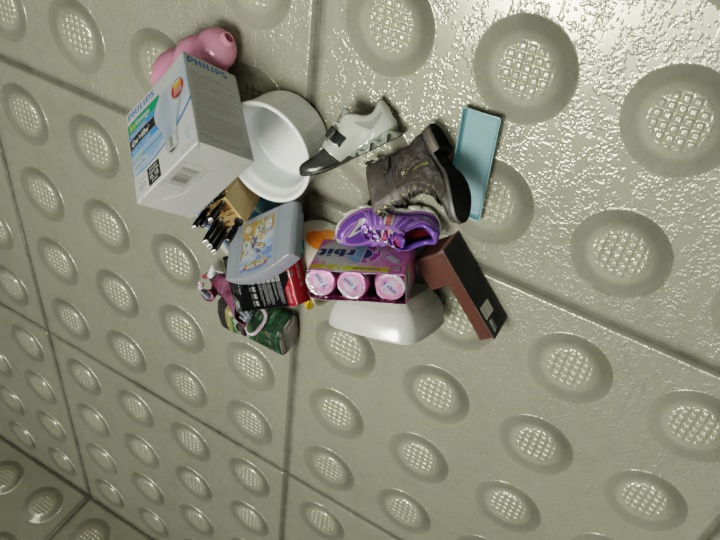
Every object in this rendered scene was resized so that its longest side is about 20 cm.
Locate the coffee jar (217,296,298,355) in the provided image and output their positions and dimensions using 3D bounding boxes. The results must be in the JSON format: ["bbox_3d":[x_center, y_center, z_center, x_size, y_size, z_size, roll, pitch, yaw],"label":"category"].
[{"bbox_3d":[-0.250,0.120,1.664,0.197,0.086,0.105,21,143,20],"label":"coffee jar"}]

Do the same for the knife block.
[{"bbox_3d":[-0.253,-0.118,1.372,0.063,0.199,0.179,-17,79,29],"label":"knife block"}]

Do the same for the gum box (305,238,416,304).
[{"bbox_3d":[0.000,0.000,1.298,0.196,0.114,0.067,3,122,15],"label":"gum box"}]

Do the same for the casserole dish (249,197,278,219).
[{"bbox_3d":[-0.239,-0.090,1.537,0.121,0.039,0.201,39,136,5],"label":"casserole dish"}]

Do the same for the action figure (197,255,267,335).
[{"bbox_3d":[-0.298,0.038,1.613,0.198,0.134,0.150,22,153,45],"label":"action figure"}]

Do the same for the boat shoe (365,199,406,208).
[{"bbox_3d":[0.017,-0.086,1.341,0.073,0.065,0.200,44,134,0],"label":"boat shoe"}]

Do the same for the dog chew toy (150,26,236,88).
[{"bbox_3d":[-0.311,-0.389,1.314,0.198,0.125,0.125,-27,105,36],"label":"dog chew toy"}]

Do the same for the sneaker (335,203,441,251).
[{"bbox_3d":[0.051,-0.073,1.262,0.195,0.084,0.082,-6,126,3],"label":"sneaker"}]

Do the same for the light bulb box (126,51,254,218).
[{"bbox_3d":[-0.311,-0.239,1.243,0.197,0.124,0.203,-34,60,32],"label":"light bulb box"}]

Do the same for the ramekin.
[{"bbox_3d":[-0.156,-0.244,1.323,0.197,0.098,0.204,19,131,23],"label":"ramekin"}]

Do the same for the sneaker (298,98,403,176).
[{"bbox_3d":[-0.030,-0.236,1.223,0.197,0.074,0.090,-27,100,4],"label":"sneaker"}]

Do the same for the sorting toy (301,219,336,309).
[{"bbox_3d":[-0.147,-0.025,1.473,0.178,0.107,0.202,28,134,17],"label":"sorting toy"}]

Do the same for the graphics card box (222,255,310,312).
[{"bbox_3d":[-0.198,0.016,1.438,0.197,0.050,0.128,-9,98,41],"label":"graphics card box"}]

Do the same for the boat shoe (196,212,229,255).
[{"bbox_3d":[-0.287,-0.112,1.465,0.071,0.073,0.201,-8,145,16],"label":"boat shoe"}]

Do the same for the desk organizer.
[{"bbox_3d":[0.191,0.036,1.308,0.076,0.072,0.202,-18,110,44],"label":"desk organizer"}]

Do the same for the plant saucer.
[{"bbox_3d":[0.193,-0.181,1.183,0.069,0.019,0.203,22,132,20],"label":"plant saucer"}]

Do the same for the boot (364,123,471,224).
[{"bbox_3d":[0.093,-0.138,1.197,0.173,0.069,0.204,-31,64,33],"label":"boot"}]

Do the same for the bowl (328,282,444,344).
[{"bbox_3d":[0.056,0.069,1.350,0.197,0.199,0.076,13,109,26],"label":"bowl"}]

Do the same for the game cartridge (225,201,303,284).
[{"bbox_3d":[-0.193,-0.046,1.361,0.198,0.136,0.041,-19,145,37],"label":"game cartridge"}]
